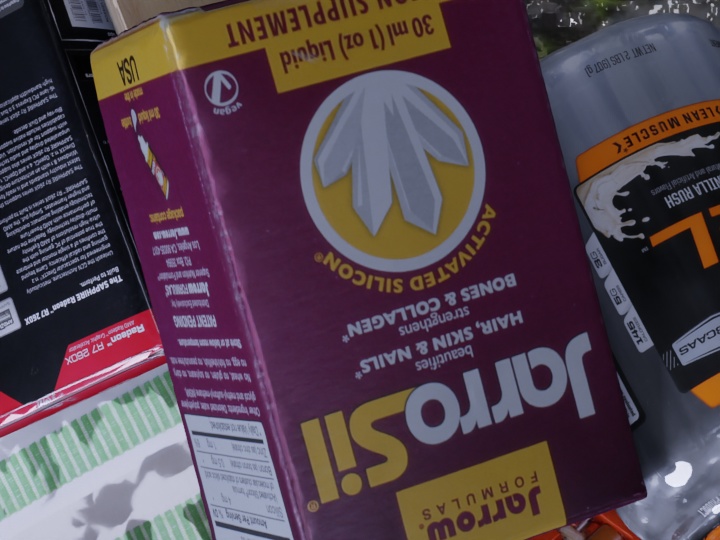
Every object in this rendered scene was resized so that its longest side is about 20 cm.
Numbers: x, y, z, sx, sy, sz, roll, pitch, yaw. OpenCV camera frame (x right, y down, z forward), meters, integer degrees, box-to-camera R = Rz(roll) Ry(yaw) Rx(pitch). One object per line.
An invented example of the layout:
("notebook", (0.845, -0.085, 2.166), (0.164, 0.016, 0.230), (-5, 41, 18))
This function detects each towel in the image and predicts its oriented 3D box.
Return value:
("towel", (-0.090, 0.077, 0.880), (0.152, 0.023, 0.201), (-29, 91, 2))

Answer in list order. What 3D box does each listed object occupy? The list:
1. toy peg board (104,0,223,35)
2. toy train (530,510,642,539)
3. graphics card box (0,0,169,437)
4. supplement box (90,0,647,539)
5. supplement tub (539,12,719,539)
("toy peg board", (-0.033, -0.188, 0.848), (0.198, 0.098, 0.201), (-21, 93, -14))
("toy train", (0.070, 0.171, 0.806), (0.150, 0.056, 0.200), (27, 64, 40))
("graphics card box", (-0.142, -0.043, 0.829), (0.125, 0.051, 0.201), (-25, 84, 28))
("supplement box", (0.000, 0.000, 0.745), (0.130, 0.103, 0.201), (-17, 95, -21))
("supplement tub", (0.125, 0.016, 0.796), (0.122, 0.123, 0.201), (-27, 68, 2))
